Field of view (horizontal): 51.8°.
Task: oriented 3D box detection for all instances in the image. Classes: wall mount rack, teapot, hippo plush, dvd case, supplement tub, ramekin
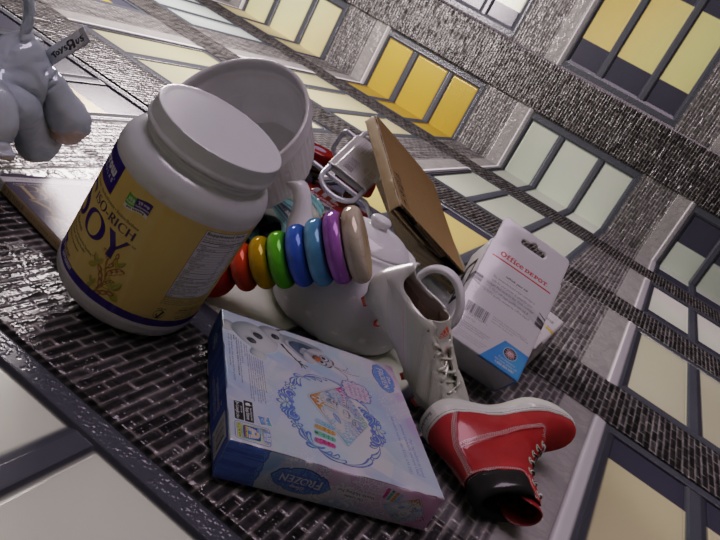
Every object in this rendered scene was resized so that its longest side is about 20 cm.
[{"bbox_3d":[0.008,-0.114,1.063,0.174,0.075,0.200,39,41,0],"label":"wall mount rack"},{"bbox_3d":[0.000,0.000,0.910,0.199,0.146,0.198,17,23,-32],"label":"teapot"},{"bbox_3d":[-0.376,-0.164,0.793,0.159,0.200,0.161,44,29,-32],"label":"hippo plush"},{"bbox_3d":[-0.289,-0.048,0.824,0.200,0.016,0.148,39,22,25],"label":"dvd case"},{"bbox_3d":[-0.176,-0.054,0.690,0.145,0.200,0.146,31,25,-16],"label":"supplement tub"},{"bbox_3d":[-0.153,-0.169,0.968,0.200,0.200,0.105,39,-18,27],"label":"ramekin"}]

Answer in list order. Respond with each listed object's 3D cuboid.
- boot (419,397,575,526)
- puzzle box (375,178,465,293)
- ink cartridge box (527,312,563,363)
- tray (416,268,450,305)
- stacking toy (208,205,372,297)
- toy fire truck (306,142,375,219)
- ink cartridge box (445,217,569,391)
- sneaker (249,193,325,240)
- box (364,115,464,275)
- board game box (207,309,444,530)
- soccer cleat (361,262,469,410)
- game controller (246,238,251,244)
[{"bbox_3d":[0.173,0.202,0.768,0.199,0.073,0.144,6,29,-31],"label":"boot"},{"bbox_3d":[0.097,-0.042,1.059,0.200,0.025,0.133,35,29,-51],"label":"puzzle box"},{"bbox_3d":[0.224,0.084,1.118,0.116,0.068,0.200,41,21,16],"label":"ink cartridge box"},{"bbox_3d":[0.118,0.055,1.029,0.200,0.022,0.107,50,21,5],"label":"tray"},{"bbox_3d":[-0.091,-0.014,0.808,0.199,0.086,0.085,-9,20,6],"label":"stacking toy"},{"bbox_3d":[-0.084,-0.123,1.142,0.200,0.112,0.168,35,19,21],"label":"toy fire truck"},{"bbox_3d":[0.184,0.042,0.983,0.116,0.068,0.200,35,62,-4],"label":"ink cartridge box"},{"bbox_3d":[-0.153,-0.089,1.023,0.199,0.087,0.078,17,-28,25],"label":"sneaker"},{"bbox_3d":[0.074,-0.102,1.015,0.163,0.021,0.200,43,24,-39],"label":"box"},{"bbox_3d":[-0.041,0.131,0.682,0.198,0.043,0.200,21,21,-21],"label":"board game box"},{"bbox_3d":[0.076,0.085,0.807,0.201,0.077,0.069,60,33,-6],"label":"soccer cleat"},{"bbox_3d":[-0.200,-0.064,0.947,0.200,0.042,0.104,41,23,29],"label":"game controller"}]
